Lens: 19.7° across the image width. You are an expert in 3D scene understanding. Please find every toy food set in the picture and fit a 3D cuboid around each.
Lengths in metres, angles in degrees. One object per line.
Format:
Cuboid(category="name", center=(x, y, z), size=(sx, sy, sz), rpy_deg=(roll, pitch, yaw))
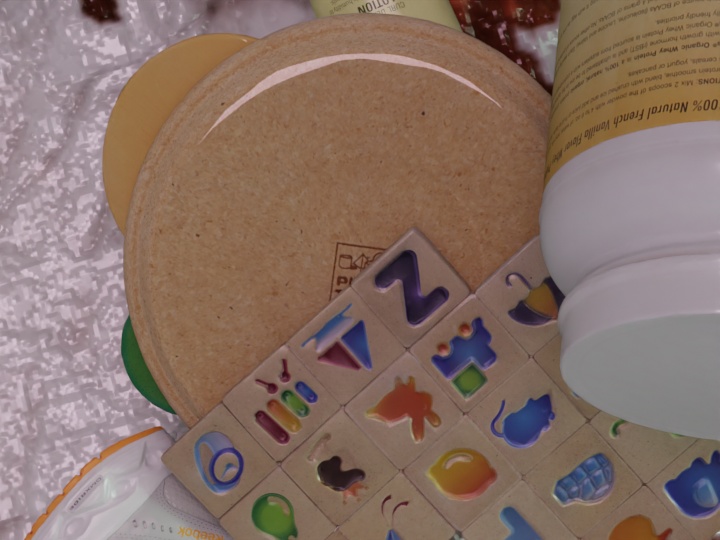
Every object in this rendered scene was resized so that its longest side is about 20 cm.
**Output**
Cuboid(category="toy food set", center=(0.000, 0.000, 0.813), size=(0.198, 0.049, 0.200), rpy_deg=(-8, 98, 3))

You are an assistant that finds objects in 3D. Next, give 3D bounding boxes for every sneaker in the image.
Cuboid(category="sneaker", center=(-0.118, 0.161, 0.808), size=(0.092, 0.076, 0.200), rpy_deg=(41, 87, 7))

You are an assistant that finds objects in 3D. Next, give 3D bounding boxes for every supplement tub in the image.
Cuboid(category="supplement tub", center=(0.137, -0.054, 0.716), size=(0.143, 0.145, 0.202), rpy_deg=(5, 68, 7))

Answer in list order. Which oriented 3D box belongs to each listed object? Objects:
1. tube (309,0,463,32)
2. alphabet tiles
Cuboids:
Cuboid(category="tube", center=(0.025, -0.068, 0.850), size=(0.052, 0.058, 0.201), rpy_deg=(-17, 84, -42))
Cuboid(category="alphabet tiles", center=(0.051, 0.066, 0.793), size=(0.200, 0.008, 0.167), rpy_deg=(-42, 97, 8))
